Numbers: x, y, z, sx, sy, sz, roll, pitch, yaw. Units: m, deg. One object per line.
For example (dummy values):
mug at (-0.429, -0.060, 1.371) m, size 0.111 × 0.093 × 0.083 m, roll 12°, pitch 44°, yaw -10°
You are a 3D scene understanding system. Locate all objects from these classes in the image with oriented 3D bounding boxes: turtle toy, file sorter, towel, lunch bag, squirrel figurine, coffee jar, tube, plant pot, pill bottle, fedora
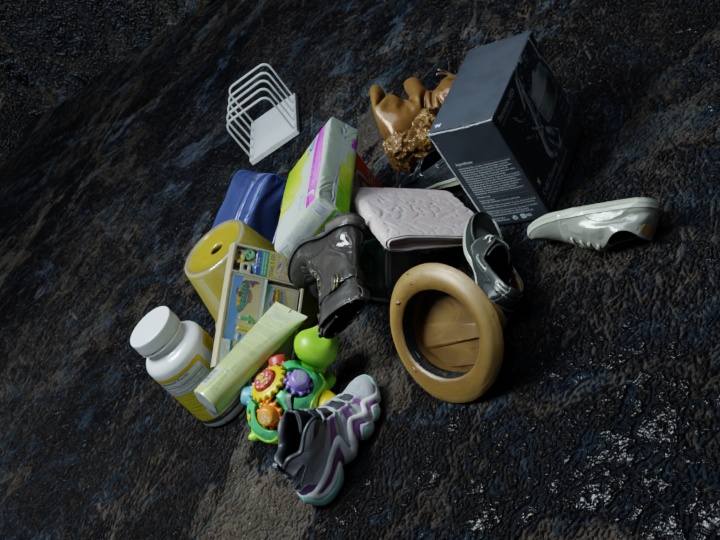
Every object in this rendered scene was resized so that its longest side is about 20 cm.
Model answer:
turtle toy at (-0.100, 0.172, 1.373) m, size 0.200 × 0.101 × 0.145 m, roll -48°, pitch 31°, yaw -10°
file sorter at (-0.236, -0.377, 2.192) m, size 0.138 × 0.125 × 0.201 m, roll -32°, pitch 33°, yaw 16°
towel at (0.090, -0.080, 1.435) m, size 0.188 × 0.033 × 0.200 m, roll 0°, pitch 25°, yaw -21°
lunch bag at (-0.186, -0.081, 1.730) m, size 0.132 × 0.135 × 0.203 m, roll 12°, pitch 79°, yaw 54°
squirrel figurine at (0.128, -0.270, 1.667) m, size 0.184 × 0.142 × 0.202 m, roll -19°, pitch 41°, yaw 14°
coffee jar at (0.000, 0.000, 1.477) m, size 0.198 × 0.085 × 0.106 m, roll -2°, pitch 87°, yaw 46°
tube at (-0.167, 0.129, 1.408) m, size 0.200 × 0.058 × 0.052 m, roll -49°, pitch -3°, yaw -23°
plant pot at (-0.192, 0.022, 1.580) m, size 0.199 × 0.189 × 0.202 m, roll -28°, pitch 32°, yaw 20°
pill bottle at (-0.275, 0.153, 1.496) m, size 0.110 × 0.200 × 0.112 m, roll -27°, pitch 33°, yaw 20°
fedora at (0.127, 0.075, 1.225) m, size 0.081 × 0.204 × 0.199 m, roll -18°, pitch 12°, yaw -40°

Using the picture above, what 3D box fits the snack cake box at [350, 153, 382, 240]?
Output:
snack cake box at (-0.010, -0.117, 1.622) m, size 0.067 × 0.115 × 0.201 m, roll -29°, pitch 33°, yaw 19°

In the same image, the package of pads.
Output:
package of pads at (-0.072, -0.127, 1.501) m, size 0.155 × 0.068 × 0.202 m, roll -47°, pitch 26°, yaw 42°

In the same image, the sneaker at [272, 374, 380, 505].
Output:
sneaker at (-0.053, 0.198, 1.248) m, size 0.077 × 0.140 × 0.201 m, roll -9°, pitch 44°, yaw 42°

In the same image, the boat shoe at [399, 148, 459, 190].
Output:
boat shoe at (0.127, -0.171, 1.564) m, size 0.074 × 0.063 × 0.199 m, roll -40°, pitch 14°, yaw -27°

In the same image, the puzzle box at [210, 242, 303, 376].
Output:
puzzle box at (-0.159, 0.067, 1.473) m, size 0.025 × 0.131 × 0.203 m, roll -20°, pitch 61°, yaw 61°

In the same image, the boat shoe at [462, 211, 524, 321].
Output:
boat shoe at (0.191, -0.017, 1.300) m, size 0.202 × 0.071 × 0.068 m, roll -93°, pitch 21°, yaw -47°

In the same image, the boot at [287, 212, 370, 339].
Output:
boot at (-0.052, 0.025, 1.371) m, size 0.200 × 0.069 × 0.176 m, roll -42°, pitch 37°, yaw 43°

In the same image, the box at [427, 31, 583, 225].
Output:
box at (0.225, -0.211, 1.399) m, size 0.123 × 0.197 × 0.201 m, roll -8°, pitch 44°, yaw 42°

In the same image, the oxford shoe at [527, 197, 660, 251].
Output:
oxford shoe at (0.308, -0.054, 1.243) m, size 0.198 × 0.075 × 0.059 m, roll -9°, pitch 79°, yaw 45°
